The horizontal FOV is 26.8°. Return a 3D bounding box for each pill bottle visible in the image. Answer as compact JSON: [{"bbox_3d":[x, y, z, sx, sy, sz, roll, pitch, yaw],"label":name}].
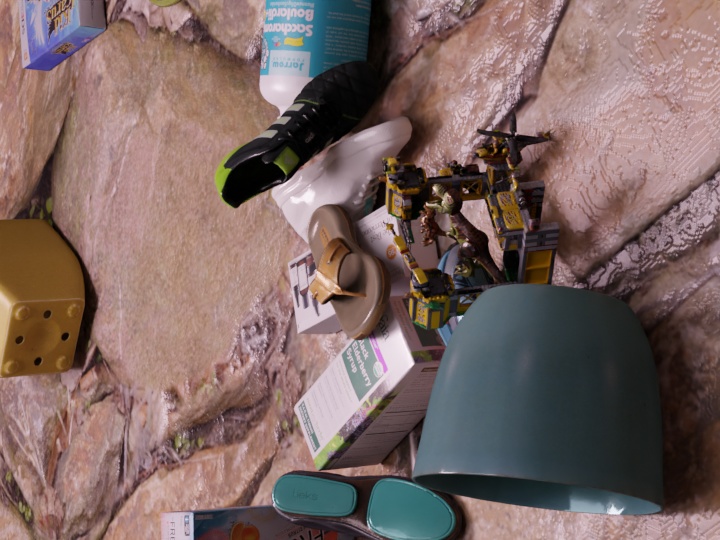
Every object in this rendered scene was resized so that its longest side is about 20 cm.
[{"bbox_3d":[-0.047,-0.235,1.567,0.111,0.111,0.200,9,96,54],"label":"pill bottle"}]

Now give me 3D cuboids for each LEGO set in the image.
[{"bbox_3d":[0.094,-0.054,1.306,0.116,0.154,0.200,91,179,-48],"label":"LEGO set"}]

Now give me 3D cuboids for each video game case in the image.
[{"bbox_3d":[-0.434,-0.403,2.172,0.200,0.045,0.181,-19,74,52],"label":"video game case"}]

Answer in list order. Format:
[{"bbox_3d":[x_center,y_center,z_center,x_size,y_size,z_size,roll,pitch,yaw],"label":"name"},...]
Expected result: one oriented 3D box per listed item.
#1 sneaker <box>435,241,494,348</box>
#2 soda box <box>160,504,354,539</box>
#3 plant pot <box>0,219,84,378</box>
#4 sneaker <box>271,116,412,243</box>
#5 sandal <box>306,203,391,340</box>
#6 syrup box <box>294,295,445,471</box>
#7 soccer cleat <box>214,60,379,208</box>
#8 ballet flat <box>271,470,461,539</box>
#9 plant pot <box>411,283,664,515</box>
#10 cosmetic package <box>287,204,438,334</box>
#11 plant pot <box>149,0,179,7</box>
[{"bbox_3d":[0.129,0.065,1.356,0.096,0.079,0.200,-18,82,43],"label":"sneaker"},{"bbox_3d":[-0.103,0.273,1.548,0.068,0.200,0.064,-12,79,53],"label":"soda box"},{"bbox_3d":[-0.494,0.054,2.123,0.200,0.195,0.194,33,115,43],"label":"plant pot"},{"bbox_3d":[-0.004,-0.088,1.552,0.200,0.075,0.089,-32,84,46],"label":"sneaker"},{"bbox_3d":[-0.025,-0.001,1.470,0.080,0.054,0.200,-65,31,25],"label":"sandal"},{"bbox_3d":[0.021,0.112,1.484,0.200,0.081,0.079,-52,50,41],"label":"syrup box"},{"bbox_3d":[-0.060,-0.130,1.495,0.200,0.068,0.081,-37,24,12],"label":"soccer cleat"},{"bbox_3d":[0.010,0.236,1.491,0.200,0.073,0.073,6,95,20],"label":"ballet flat"},{"bbox_3d":[0.149,0.102,1.217,0.201,0.201,0.161,-13,65,54],"label":"plant pot"},{"bbox_3d":[0.000,0.000,1.544,0.200,0.051,0.083,-30,66,50],"label":"cosmetic package"},{"bbox_3d":[-0.320,-0.442,1.890,0.200,0.190,0.200,-5,84,55],"label":"plant pot"}]
